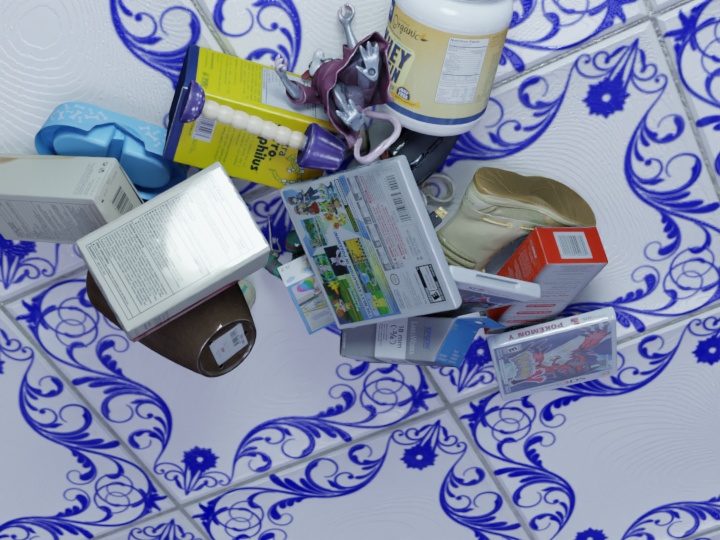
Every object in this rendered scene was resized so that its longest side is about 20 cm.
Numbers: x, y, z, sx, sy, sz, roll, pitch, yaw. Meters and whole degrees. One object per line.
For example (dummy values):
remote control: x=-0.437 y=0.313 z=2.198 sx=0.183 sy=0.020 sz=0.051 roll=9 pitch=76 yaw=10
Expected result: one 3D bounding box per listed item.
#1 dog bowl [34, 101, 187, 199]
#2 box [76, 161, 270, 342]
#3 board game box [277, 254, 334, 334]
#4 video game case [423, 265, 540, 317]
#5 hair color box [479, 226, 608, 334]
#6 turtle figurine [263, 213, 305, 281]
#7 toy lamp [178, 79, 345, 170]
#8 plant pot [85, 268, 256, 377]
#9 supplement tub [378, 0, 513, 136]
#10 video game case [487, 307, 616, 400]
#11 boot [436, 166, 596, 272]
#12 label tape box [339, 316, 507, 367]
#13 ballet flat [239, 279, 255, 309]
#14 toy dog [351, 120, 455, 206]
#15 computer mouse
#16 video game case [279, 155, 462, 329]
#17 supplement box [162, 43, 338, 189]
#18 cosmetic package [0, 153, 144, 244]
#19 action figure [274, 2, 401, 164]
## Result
dog bowl: x=-0.314 y=-0.155 z=1.596 sx=0.199 sy=0.050 sz=0.112 roll=18 pitch=148 yaw=-10
box: x=-0.226 y=-0.020 z=1.513 sx=0.199 sy=0.109 sz=0.128 roll=-30 pitch=84 yaw=-11
board game box: x=0.000 y=0.000 z=1.660 sx=0.199 sy=0.034 sz=0.135 roll=-25 pitch=147 yaw=-3
video game case: x=0.105 y=0.034 z=1.644 sx=0.181 sy=0.023 sz=0.199 roll=11 pitch=161 yaw=-43
hair color box: x=0.247 y=0.016 z=1.719 sx=0.101 sy=0.062 sz=0.200 roll=-1 pitch=150 yaw=-24
turtle figurine: x=-0.066 y=-0.013 z=1.717 sx=0.149 sy=0.101 sz=0.201 roll=-18 pitch=133 yaw=13
toy lamp: x=-0.114 y=-0.166 z=1.475 sx=0.199 sy=0.058 sz=0.058 roll=17 pitch=126 yaw=-14
plant pot: x=-0.230 y=0.043 z=1.638 sx=0.186 sy=0.200 sz=0.188 roll=-30 pitch=143 yaw=-26
supplement tub: x=0.100 y=-0.278 z=1.477 sx=0.143 sy=0.145 sz=0.201 roll=7 pitch=128 yaw=-8
video game case: x=0.285 y=0.126 z=1.824 sx=0.181 sy=0.023 sz=0.200 roll=-14 pitch=150 yaw=5
boot: x=0.208 y=-0.055 z=1.708 sx=0.199 sy=0.073 sz=0.156 roll=11 pitch=135 yaw=-26
label tape box: x=0.088 y=0.097 z=1.694 sx=0.198 sy=0.064 sz=0.144 roll=2 pitch=173 yaw=19
ballet flat: x=-0.210 y=0.096 z=1.813 sx=0.069 sy=0.070 sz=0.201 roll=17 pitch=126 yaw=-15
toy dog: x=0.041 y=-0.116 z=1.634 sx=0.131 sy=0.097 sz=0.201 roll=-22 pitch=126 yaw=15
computer mouse: x=0.090 y=-0.130 z=1.573 sx=0.046 sy=0.200 sz=0.141 roll=5 pitch=137 yaw=50
video game case: x=0.012 y=-0.030 z=1.532 sx=0.181 sy=0.022 sz=0.201 roll=-11 pitch=111 yaw=33
supplement box: x=-0.136 y=-0.187 z=1.562 sx=0.198 sy=0.109 sz=0.110 roll=14 pitch=126 yaw=-13
cosmetic package: x=-0.388 y=-0.091 z=1.599 sx=0.198 sy=0.071 sz=0.105 roll=6 pitch=145 yaw=23
action figure: x=-0.016 y=-0.227 z=1.495 sx=0.134 sy=0.200 sz=0.149 roll=-38 pitch=108 yaw=-9
